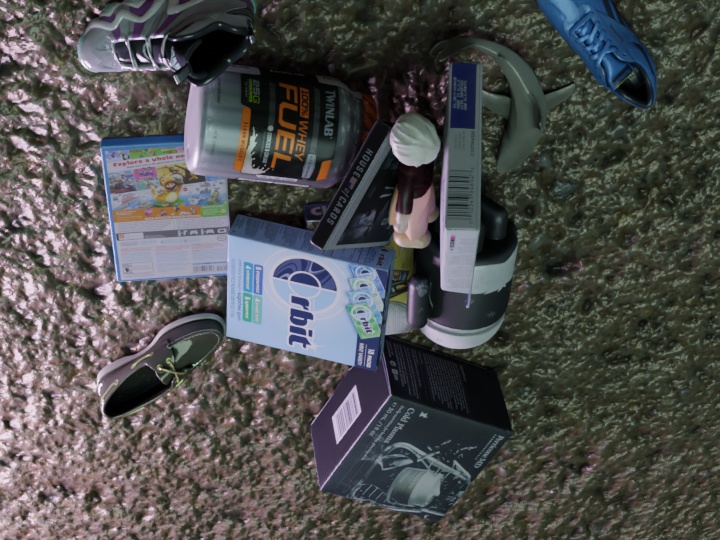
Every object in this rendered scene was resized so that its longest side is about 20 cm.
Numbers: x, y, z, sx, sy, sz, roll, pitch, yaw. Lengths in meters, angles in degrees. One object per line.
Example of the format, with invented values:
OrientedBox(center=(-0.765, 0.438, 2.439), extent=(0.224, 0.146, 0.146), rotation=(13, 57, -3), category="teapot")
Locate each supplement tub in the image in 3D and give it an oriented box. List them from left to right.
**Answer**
OrientedBox(center=(-0.088, -0.156, 1.445), extent=(0.197, 0.123, 0.124), rotation=(4, 130, -15), category="supplement tub")

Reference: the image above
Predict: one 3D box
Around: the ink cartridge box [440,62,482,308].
OrientedBox(center=(0.106, -0.088, 1.431), extent=(0.043, 0.199, 0.201), rotation=(2, 155, 1), category="ink cartridge box")

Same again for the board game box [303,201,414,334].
OrientedBox(center=(0.000, 0.000, 1.651), extent=(0.133, 0.035, 0.202), rotation=(-5, 131, -5), category="board game box")

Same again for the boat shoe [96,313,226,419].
OrientedBox(center=(-0.254, 0.125, 1.697), extent=(0.200, 0.061, 0.072), rotation=(-31, 128, 16), category="boat shoe")

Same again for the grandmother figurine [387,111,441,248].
OrientedBox(center=(0.057, -0.097, 1.421), extent=(0.060, 0.123, 0.201), rotation=(7, 151, 7), category="grandmother figurine")

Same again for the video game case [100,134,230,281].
OrientedBox(center=(-0.227, -0.072, 1.563), extent=(0.141, 0.018, 0.202), rotation=(-3, 131, -6), category="video game case")

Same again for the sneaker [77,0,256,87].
OrientedBox(center=(-0.200, -0.227, 1.353), extent=(0.198, 0.141, 0.078), rotation=(-20, 131, 7), category="sneaker")

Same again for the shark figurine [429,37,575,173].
OrientedBox(center=(0.174, -0.197, 1.482), extent=(0.127, 0.090, 0.215), rotation=(-27, 131, 12), category="shark figurine")

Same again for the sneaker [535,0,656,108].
OrientedBox(center=(0.266, -0.253, 1.454), extent=(0.066, 0.079, 0.200), rotation=(-36, 125, 23), category="sneaker")

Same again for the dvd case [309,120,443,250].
OrientedBox(center=(0.025, -0.093, 1.472), extent=(0.025, 0.200, 0.151), rotation=(34, 105, 17), category="dvd case")

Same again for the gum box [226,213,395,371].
OrientedBox(center=(-0.064, 0.029, 1.613), extent=(0.197, 0.045, 0.171), rotation=(13, 132, 8), category="gum box")

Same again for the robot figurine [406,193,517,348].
OrientedBox(center=(0.124, 0.000, 1.615), extent=(0.148, 0.126, 0.202), rotation=(0, 129, -6), category="robot figurine")

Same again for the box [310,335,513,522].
OrientedBox(center=(0.065, 0.215, 1.789), extent=(0.195, 0.125, 0.201), rotation=(18, 125, -25), category="box")
